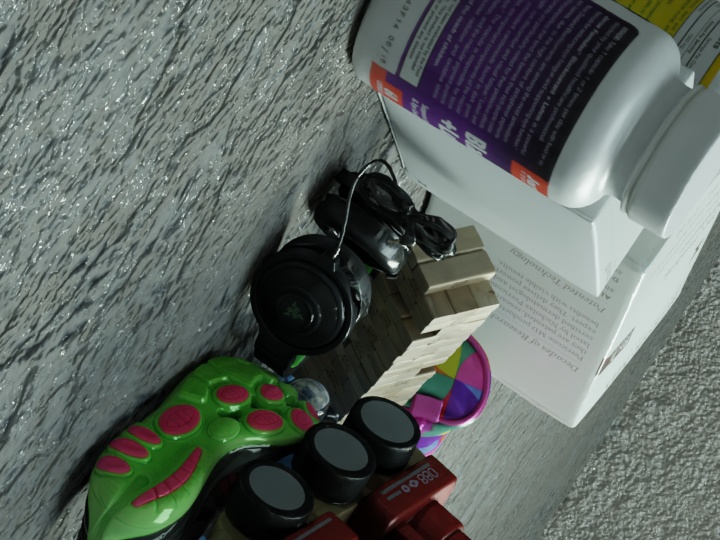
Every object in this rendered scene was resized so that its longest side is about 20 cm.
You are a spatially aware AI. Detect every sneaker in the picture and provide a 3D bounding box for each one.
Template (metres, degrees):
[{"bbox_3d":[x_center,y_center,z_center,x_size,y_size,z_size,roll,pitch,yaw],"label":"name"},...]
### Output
[{"bbox_3d":[-0.099,0.111,1.478,0.200,0.077,0.084,-26,156,-50],"label":"sneaker"}]

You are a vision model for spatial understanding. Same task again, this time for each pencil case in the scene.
[{"bbox_3d":[0.032,0.098,1.805,0.088,0.088,0.200,-52,177,-22],"label":"pencil case"}]

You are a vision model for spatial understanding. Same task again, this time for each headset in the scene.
[{"bbox_3d":[0.000,0.000,1.504,0.124,0.094,0.200,-51,172,-27],"label":"headset"}]

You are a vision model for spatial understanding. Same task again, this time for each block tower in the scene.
[{"bbox_3d":[0.018,0.047,1.643,0.058,0.054,0.200,-11,156,-32],"label":"block tower"}]

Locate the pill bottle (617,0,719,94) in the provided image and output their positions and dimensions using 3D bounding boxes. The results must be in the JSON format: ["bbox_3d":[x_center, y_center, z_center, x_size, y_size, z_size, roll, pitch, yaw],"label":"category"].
[{"bbox_3d":[0.204,-0.135,1.706,0.112,0.200,0.112,-53,167,-18],"label":"pill bottle"}]

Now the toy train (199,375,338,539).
[{"bbox_3d":[-0.075,0.150,1.624,0.114,0.087,0.200,-33,156,-42],"label":"toy train"}]

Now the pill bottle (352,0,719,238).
[{"bbox_3d":[0.105,-0.104,1.404,0.111,0.200,0.111,-53,166,-19],"label":"pill bottle"}]

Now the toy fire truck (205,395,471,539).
[{"bbox_3d":[0.015,0.199,1.476,0.176,0.200,0.129,-26,151,-52],"label":"toy fire truck"}]

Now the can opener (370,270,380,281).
[{"bbox_3d":[0.018,0.004,1.715,0.066,0.053,0.200,-23,166,4],"label":"can opener"}]

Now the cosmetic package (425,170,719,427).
[{"bbox_3d":[0.149,-0.033,1.821,0.165,0.165,0.200,-47,164,-35],"label":"cosmetic package"}]

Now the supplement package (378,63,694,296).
[{"bbox_3d":[0.110,-0.088,1.564,0.111,0.156,0.200,-55,168,-7],"label":"supplement package"}]
